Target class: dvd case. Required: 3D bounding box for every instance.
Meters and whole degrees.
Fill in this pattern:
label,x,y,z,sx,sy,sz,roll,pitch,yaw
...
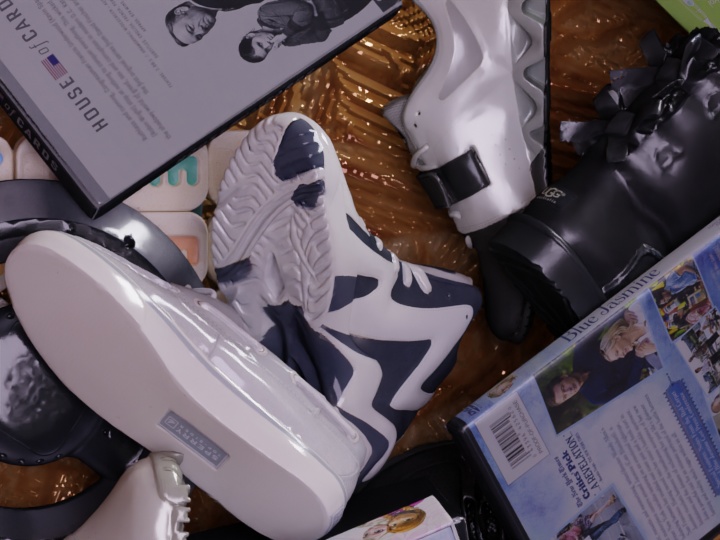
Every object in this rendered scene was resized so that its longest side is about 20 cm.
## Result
label,x,y,z,sx,sy,sz,roll,pitch,yaw
dvd case,-0.099,-0.137,1.399,0.200,0.025,0.150,-36,83,-24
dvd case,0.151,0.074,1.405,0.200,0.018,0.143,-36,117,-15

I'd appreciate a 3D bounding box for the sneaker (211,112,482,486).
label,x,y,z,sx,sy,sz,roll,pitch,yaw
sneaker,0.000,0.000,1.415,0.130,0.079,0.199,-35,119,-47

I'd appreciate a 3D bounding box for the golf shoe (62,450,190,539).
label,x,y,z,sx,sy,sz,roll,pitch,yaw
golf shoe,-0.146,0.166,1.341,0.097,0.078,0.200,16,116,-22

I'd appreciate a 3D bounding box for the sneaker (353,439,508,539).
label,x,y,z,sx,sy,sz,roll,pitch,yaw
sneaker,0.089,0.122,1.456,0.200,0.082,0.073,-6,93,-16

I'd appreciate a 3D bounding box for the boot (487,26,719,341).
label,x,y,z,sx,sy,sz,roll,pitch,yaw
boot,0.165,-0.015,1.442,0.162,0.073,0.198,-47,127,-13

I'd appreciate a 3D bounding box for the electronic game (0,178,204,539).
label,x,y,z,sx,sy,sz,roll,pitch,yaw
electronic game,-0.161,0.055,1.373,0.200,0.042,0.200,-1,94,-21

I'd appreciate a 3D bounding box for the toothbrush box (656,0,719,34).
label,x,y,z,sx,sy,sz,roll,pitch,yaw
toothbrush box,0.241,-0.164,1.482,0.200,0.086,0.146,44,47,-13

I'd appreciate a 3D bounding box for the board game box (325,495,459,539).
label,x,y,z,sx,sy,sz,roll,pitch,yaw
board game box,-0.021,0.233,1.317,0.200,0.041,0.200,-21,108,-7

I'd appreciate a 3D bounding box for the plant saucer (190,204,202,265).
label,x,y,z,sx,sy,sz,roll,pitch,yaw
plant saucer,-0.110,-0.075,1.433,0.070,0.019,0.200,4,88,-17

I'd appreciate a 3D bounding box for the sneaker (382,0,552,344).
label,x,y,z,sx,sy,sz,roll,pitch,yaw
sneaker,0.057,-0.061,1.464,0.088,0.074,0.200,-1,97,5

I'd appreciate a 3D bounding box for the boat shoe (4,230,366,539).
label,x,y,z,sx,sy,sz,roll,pitch,yaw
boat shoe,-0.079,0.044,1.347,0.200,0.072,0.069,37,44,-2

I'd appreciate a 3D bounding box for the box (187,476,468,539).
label,x,y,z,sx,sy,sz,roll,pitch,yaw
box,-0.007,0.219,1.397,0.141,0.079,0.200,-13,105,-12

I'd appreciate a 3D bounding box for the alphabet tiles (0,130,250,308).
label,x,y,z,sx,sy,sz,roll,pitch,yaw
alphabet tiles,-0.124,-0.009,1.408,0.195,0.015,0.200,-1,94,-17
